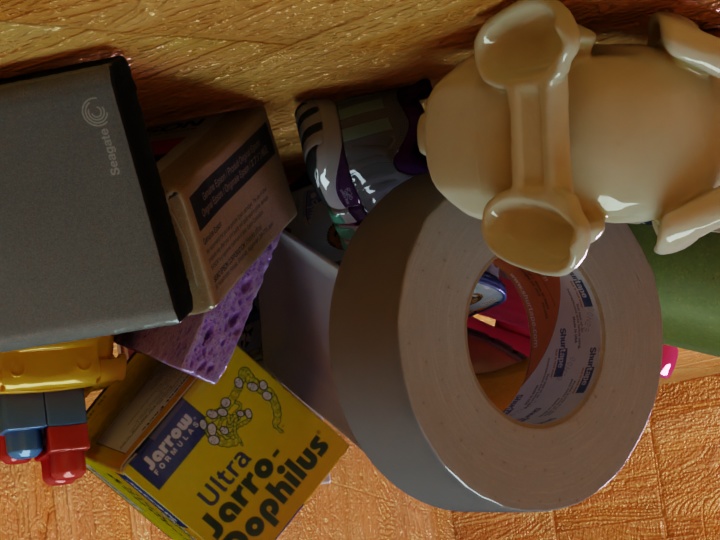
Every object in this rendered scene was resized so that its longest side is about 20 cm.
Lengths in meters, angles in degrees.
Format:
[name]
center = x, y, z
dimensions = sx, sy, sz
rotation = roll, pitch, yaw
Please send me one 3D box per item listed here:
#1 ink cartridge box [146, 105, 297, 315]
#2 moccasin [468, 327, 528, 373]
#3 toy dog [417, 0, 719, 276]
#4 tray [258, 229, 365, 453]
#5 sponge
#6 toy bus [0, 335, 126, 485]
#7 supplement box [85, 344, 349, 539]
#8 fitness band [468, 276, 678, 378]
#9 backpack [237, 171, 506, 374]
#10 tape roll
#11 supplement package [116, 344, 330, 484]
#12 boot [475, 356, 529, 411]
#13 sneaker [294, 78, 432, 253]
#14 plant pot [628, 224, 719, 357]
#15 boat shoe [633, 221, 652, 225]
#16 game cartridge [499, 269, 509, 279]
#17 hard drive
[ink cartridge box]
center = -0.156, -0.022, 1.378
dimensions = 0.200, 0.075, 0.165
rotation = -11, -162, 18
[moccasin]
center = 0.054, 0.075, 1.800
dimensions = 0.201, 0.078, 0.074
rotation = 22, 169, -7
[toy dog]
center = 0.147, -0.066, 1.311
dimensions = 0.200, 0.140, 0.194
rotation = -5, 174, -31
[tray]
center = -0.023, 0.034, 1.508
dimensions = 0.022, 0.108, 0.200
rotation = -10, -163, -19
[sponge]
center = -0.106, 0.006, 1.539
dimensions = 0.030, 0.112, 0.200
rotation = 23, 176, -20
[toy bus]
center = -0.221, 0.047, 1.608
dimensions = 0.135, 0.192, 0.200
rotation = -6, 174, -20
[supplement box]
center = -0.105, 0.114, 1.603
dimensions = 0.109, 0.109, 0.200
rotation = 41, 169, -14
[fitness band]
center = 0.134, 0.043, 1.795
dimensions = 0.200, 0.038, 0.144
rotation = 16, 171, 18
[backpack]
center = 0.000, 0.000, 1.656
dimensions = 0.200, 0.154, 0.190
rotation = 4, 156, -44
[tape roll]
center = 0.080, 0.038, 1.400
dimensions = 0.200, 0.201, 0.066
rotation = -1, 178, -38
[supplement package]
center = -0.107, 0.069, 1.827
dimensions = 0.109, 0.200, 0.114
rotation = -1, 170, -38
[boot]
center = 0.100, 0.085, 1.658
dimensions = 0.144, 0.071, 0.201
rotation = -23, 179, -11
[sneaker]
center = 0.026, -0.042, 1.465
dimensions = 0.087, 0.075, 0.200
rotation = -17, 151, 5
[plant pot]
center = 0.203, -0.027, 1.565
dimensions = 0.190, 0.201, 0.200
rotation = 5, 175, 11
[boat shoe]
center = 0.139, -0.068, 1.454
dimensions = 0.200, 0.075, 0.093
rotation = 5, 171, 17
[game cartridge]
center = 0.093, -0.001, 1.842
dimensions = 0.200, 0.042, 0.133
rotation = 19, 168, -1
[hard drive]
center = -0.197, -0.026, 1.279
dimensions = 0.200, 0.140, 0.033
rotation = -9, -165, 18
